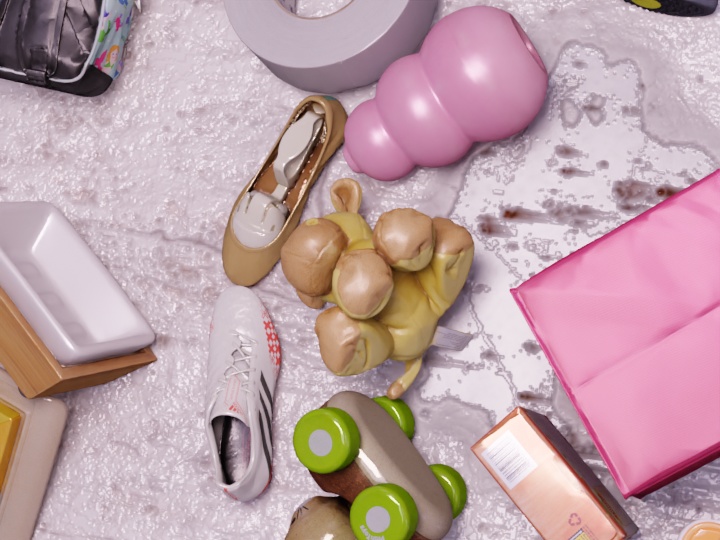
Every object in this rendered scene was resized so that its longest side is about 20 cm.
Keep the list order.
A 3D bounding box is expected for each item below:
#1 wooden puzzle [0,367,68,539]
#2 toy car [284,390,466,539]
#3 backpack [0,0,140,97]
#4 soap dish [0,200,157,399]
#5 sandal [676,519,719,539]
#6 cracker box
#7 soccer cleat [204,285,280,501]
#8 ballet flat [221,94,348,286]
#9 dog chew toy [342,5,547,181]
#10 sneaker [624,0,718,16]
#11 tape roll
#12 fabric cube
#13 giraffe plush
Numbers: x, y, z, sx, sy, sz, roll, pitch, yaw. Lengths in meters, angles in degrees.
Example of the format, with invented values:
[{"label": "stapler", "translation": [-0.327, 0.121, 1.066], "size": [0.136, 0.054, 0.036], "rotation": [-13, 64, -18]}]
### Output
[{"label": "wooden puzzle", "translation": [-0.389, 0.164, 1.568], "size": [0.199, 0.037, 0.186], "rotation": [25, 111, 13]}, {"label": "toy car", "translation": [-0.030, 0.222, 1.457], "size": [0.200, 0.164, 0.158], "rotation": [-43, 75, 17]}, {"label": "backpack", "translation": [-0.299, -0.277, 1.580], "size": [0.176, 0.151, 0.202], "rotation": [12, 92, 11]}, {"label": "soap dish", "translation": [-0.301, 0.028, 1.544], "size": [0.081, 0.157, 0.200], "rotation": [-45, 75, 21]}, {"label": "sandal", "translation": [0.293, 0.308, 1.329], "size": [0.078, 0.059, 0.209], "rotation": [-2, 82, 14]}, {"label": "cracker box", "translation": [0.168, 0.187, 1.385], "size": [0.058, 0.200, 0.134], "rotation": [-41, 76, 6]}, {"label": "soccer cleat", "translation": [-0.113, 0.112, 1.518], "size": [0.068, 0.085, 0.202], "rotation": [-2, 82, 13]}, {"label": "ballet flat", "translation": [-0.081, -0.080, 1.549], "size": [0.068, 0.063, 0.201], "rotation": [28, 89, 15]}, {"label": "dog chew toy", "translation": [0.071, -0.152, 1.500], "size": [0.199, 0.124, 0.125], "rotation": [-33, 76, 15]}, {"label": "sneaker", "translation": [0.238, -0.292, 1.505], "size": [0.199, 0.066, 0.079], "rotation": [20, 83, 15]}, {"label": "tape roll", "translation": [-0.027, -0.271, 1.542], "size": [0.198, 0.066, 0.202], "rotation": [-6, 72, 19]}, {"label": "fabric cube", "translation": [0.268, 0.062, 1.382], "size": [0.198, 0.196, 0.201], "rotation": [-30, 77, 7]}, {"label": "giraffe plush", "translation": [0.000, 0.000, 1.477], "size": [0.162, 0.200, 0.173], "rotation": [38, 86, 32]}]
